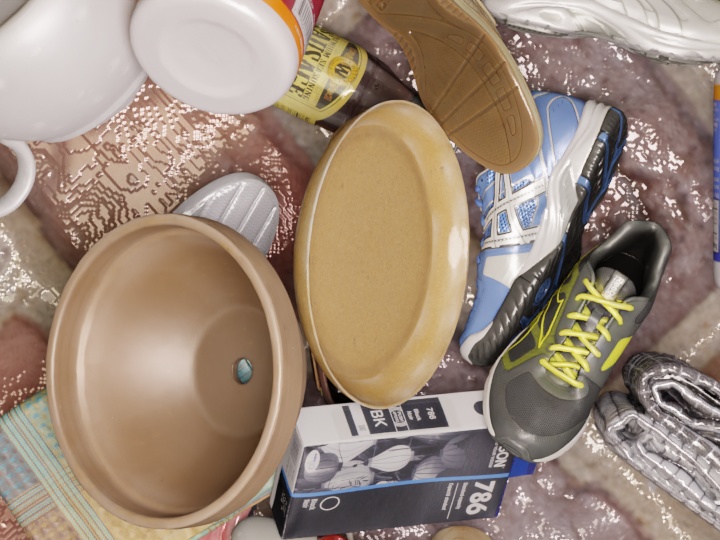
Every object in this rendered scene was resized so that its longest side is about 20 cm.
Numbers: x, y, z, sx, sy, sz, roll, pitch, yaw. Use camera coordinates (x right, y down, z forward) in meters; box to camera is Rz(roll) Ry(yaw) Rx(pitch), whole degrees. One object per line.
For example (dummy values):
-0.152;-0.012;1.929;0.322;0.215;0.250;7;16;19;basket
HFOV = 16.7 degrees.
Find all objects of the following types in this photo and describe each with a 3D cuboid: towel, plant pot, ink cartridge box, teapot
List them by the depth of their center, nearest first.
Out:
-0.101;0.066;1.586;0.200;0.092;0.202;-3;85;38;plant pot
0.011;-0.011;1.598;0.027;0.200;0.201;4;96;32;plant pot
0.254;0.133;1.641;0.200;0.166;0.086;36;91;0;towel
-0.208;-0.155;1.654;0.199;0.198;0.146;-22;132;26;teapot
0.043;0.128;1.657;0.199;0.039;0.100;-6;136;-19;ink cartridge box
-0.148;0.121;1.672;0.199;0.022;0.147;-32;95;5;towel

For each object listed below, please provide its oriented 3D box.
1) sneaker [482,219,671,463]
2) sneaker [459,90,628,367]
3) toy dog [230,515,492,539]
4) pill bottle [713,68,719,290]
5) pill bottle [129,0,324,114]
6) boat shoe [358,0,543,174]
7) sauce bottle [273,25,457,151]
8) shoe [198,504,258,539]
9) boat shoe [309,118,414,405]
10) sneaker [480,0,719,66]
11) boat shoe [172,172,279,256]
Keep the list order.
0.144;0.038;1.633;0.074;0.085;0.200;29;56;5;sneaker
0.112;-0.030;1.689;0.077;0.076;0.201;26;94;19;sneaker
0.007;0.224;1.701;0.199;0.132;0.097;26;128;8;toy dog
0.292;-0.037;1.648;0.111;0.112;0.201;-1;94;4;pill bottle
-0.072;-0.208;1.613;0.112;0.201;0.113;11;140;9;pill bottle
0.066;-0.156;1.661;0.071;0.064;0.200;-38;80;29;boat shoe
-0.022;-0.131;1.685;0.199;0.066;0.066;24;96;1;sauce bottle
-0.133;0.226;1.720;0.091;0.071;0.201;16;92;8;shoe
0.000;0.000;1.667;0.070;0.070;0.201;3;111;5;boat shoe
0.186;-0.196;1.661;0.199;0.078;0.100;13;92;2;sneaker
-0.132;0.009;1.699;0.072;0.071;0.200;36;101;-19;boat shoe
